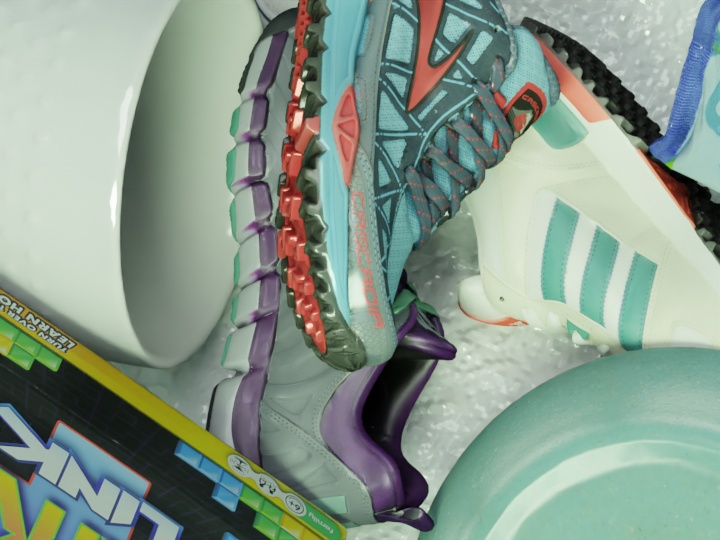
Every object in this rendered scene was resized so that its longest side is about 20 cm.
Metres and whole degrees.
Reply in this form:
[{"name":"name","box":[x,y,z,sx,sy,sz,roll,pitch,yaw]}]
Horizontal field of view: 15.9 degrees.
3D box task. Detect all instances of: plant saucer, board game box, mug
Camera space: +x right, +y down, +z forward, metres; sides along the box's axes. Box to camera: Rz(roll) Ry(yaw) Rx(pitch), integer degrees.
[{"name":"plant saucer","box":[0.103,0.125,0.872,0.200,0.036,0.200,-2,85,20]},{"name":"board game box","box":[-0.109,0.091,0.828,0.200,0.165,0.057,35,119,-11]},{"name":"mug","box":[-0.145,-0.025,0.947,0.175,0.148,0.200,9,82,17]}]

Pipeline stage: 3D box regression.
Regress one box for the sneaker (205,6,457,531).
[{"name":"sneaker","box":[0.000,0.000,0.943,0.087,0.074,0.200,-1,78,25]}]

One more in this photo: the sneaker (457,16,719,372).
[{"name":"sneaker","box":[0.092,0.007,0.944,0.093,0.070,0.200,-41,72,16]}]

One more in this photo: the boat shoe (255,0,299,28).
[{"name":"boat shoe","box":[0.014,-0.180,1.013,0.071,0.070,0.200,28,77,18]}]

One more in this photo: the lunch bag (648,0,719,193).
[{"name":"lunch bag","box":[0.228,-0.076,0.915,0.170,0.127,0.200,33,49,19]}]

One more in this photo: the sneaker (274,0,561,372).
[{"name":"sneaker","box":[0.023,-0.059,0.894,0.095,0.079,0.200,7,67,-4]}]
